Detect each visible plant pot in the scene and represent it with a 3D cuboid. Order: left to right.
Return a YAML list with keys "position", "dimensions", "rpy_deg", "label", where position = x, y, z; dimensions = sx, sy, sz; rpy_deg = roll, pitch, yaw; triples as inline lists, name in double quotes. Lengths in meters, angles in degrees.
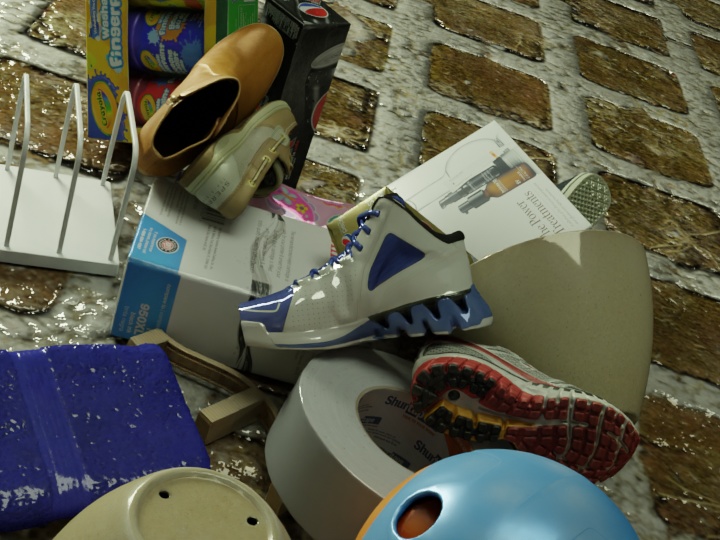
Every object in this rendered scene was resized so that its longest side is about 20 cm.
- position: [-0.109, 0.200, 0.747]
  dimensions: [0.197, 0.136, 0.201]
  rpy_deg: [16, 32, -10]
  label: "plant pot"

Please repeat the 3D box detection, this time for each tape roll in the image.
- position: [0.029, 0.148, 0.948]
  dimensions: [0.198, 0.067, 0.201]
  rpy_deg: [24, 26, -12]
  label: "tape roll"

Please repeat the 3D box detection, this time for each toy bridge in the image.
- position: [-0.102, 0.114, 0.986]
  dimensions: [0.199, 0.027, 0.067]
  rpy_deg: [40, 35, 25]
  label: "toy bridge"

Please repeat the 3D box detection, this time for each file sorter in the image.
- position: [-0.306, -0.097, 1.095]
  dimensions: [0.197, 0.126, 0.139]
  rpy_deg: [7, 33, -21]
  label: "file sorter"

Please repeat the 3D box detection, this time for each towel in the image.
- position: [-0.217, 0.120, 0.892]
  dimensions: [0.198, 0.050, 0.149]
  rpy_deg: [-2, 48, -34]
  label: "towel"

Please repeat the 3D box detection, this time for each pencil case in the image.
- position: [-0.081, -0.050, 1.196]
  dimensions: [0.197, 0.088, 0.088]
  rpy_deg: [21, 31, -2]
  label: "pencil case"

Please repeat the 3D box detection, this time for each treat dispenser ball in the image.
- position: [0.084, 0.213, 0.763]
  dimensions: [0.198, 0.203, 0.202]
  rpy_deg: [15, 31, -10]
  label: "treat dispenser ball"

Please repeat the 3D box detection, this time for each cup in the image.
- position: [0.174, 0.077, 1.086]
  dimensions: [0.198, 0.200, 0.145]
  rpy_deg: [2, 60, -28]
  label: "cup"

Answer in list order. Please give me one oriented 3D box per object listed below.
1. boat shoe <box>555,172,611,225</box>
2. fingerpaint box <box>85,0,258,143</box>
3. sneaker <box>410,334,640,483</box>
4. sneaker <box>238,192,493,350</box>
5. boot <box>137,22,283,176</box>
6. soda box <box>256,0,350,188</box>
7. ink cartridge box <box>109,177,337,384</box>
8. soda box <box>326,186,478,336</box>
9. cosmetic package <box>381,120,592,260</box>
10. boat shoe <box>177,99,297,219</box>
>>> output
- position: [0.196, -0.041, 1.358]
  dimensions: [0.199, 0.062, 0.075]
  rpy_deg: [-39, 104, -31]
  label: "boat shoe"
- position: [-0.190, -0.228, 1.243]
  dimensions: [0.165, 0.203, 0.073]
  rpy_deg: [9, 16, 21]
  label: "fingerpaint box"
- position: [0.133, 0.101, 0.979]
  dimensions: [0.198, 0.078, 0.082]
  rpy_deg: [25, 24, -12]
  label: "sneaker"
- position: [0.001, 0.000, 0.982]
  dimensions: [0.196, 0.117, 0.081]
  rpy_deg: [-7, -3, -1]
  label: "sneaker"
- position: [-0.122, -0.159, 1.109]
  dimensions: [0.071, 0.144, 0.202]
  rpy_deg: [45, 73, -12]
  label: "boot"
- position: [-0.080, -0.181, 1.285]
  dimensions: [0.070, 0.202, 0.063]
  rpy_deg: [-12, 44, -42]
  label: "soda box"
- position: [-0.105, 0.012, 1.086]
  dimensions: [0.197, 0.085, 0.145]
  rpy_deg: [16, 30, -8]
  label: "ink cartridge box"
- position: [0.051, 0.000, 1.116]
  dimensions: [0.200, 0.067, 0.065]
  rpy_deg: [33, 30, -55]
  label: "soda box"
- position: [0.130, -0.051, 1.286]
  dimensions: [0.150, 0.052, 0.201]
  rpy_deg: [-33, 47, -3]
  label: "cosmetic package"
- position: [-0.099, -0.098, 1.131]
  dimensions: [0.066, 0.074, 0.200]
  rpy_deg: [47, 30, -5]
  label: "boat shoe"
